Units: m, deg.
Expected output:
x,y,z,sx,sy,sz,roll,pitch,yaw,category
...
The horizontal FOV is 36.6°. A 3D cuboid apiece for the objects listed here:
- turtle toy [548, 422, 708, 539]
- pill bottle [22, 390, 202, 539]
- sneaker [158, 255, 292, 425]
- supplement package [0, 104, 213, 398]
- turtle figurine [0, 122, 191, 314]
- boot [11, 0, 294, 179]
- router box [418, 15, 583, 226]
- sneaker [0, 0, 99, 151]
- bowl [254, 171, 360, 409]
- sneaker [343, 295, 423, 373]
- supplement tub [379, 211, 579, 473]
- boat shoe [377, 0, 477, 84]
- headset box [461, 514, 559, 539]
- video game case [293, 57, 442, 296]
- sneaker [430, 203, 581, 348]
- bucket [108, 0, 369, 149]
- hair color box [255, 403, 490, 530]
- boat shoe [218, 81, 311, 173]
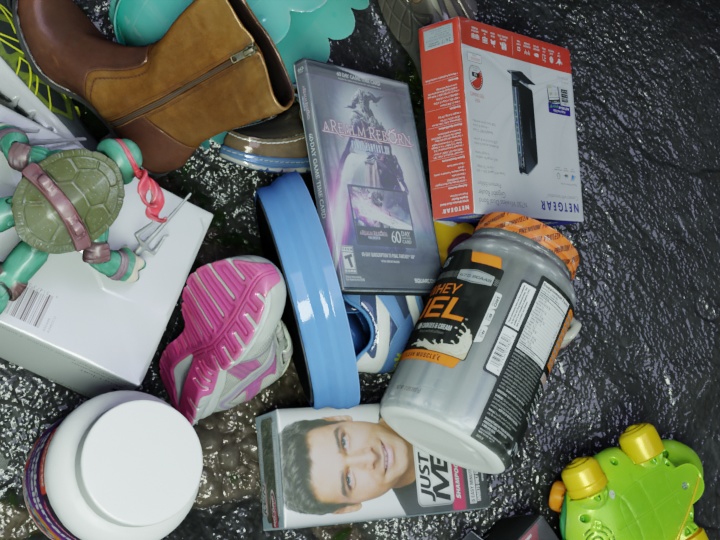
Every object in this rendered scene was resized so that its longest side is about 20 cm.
x,y,z,sx,sy,sz,roll,pitch,yaw,category
0.262,0.225,1.043,0.199,0.101,0.147,-23,87,-28,turtle toy
-0.182,0.149,0.802,0.110,0.200,0.113,6,74,-23,pill bottle
-0.096,0.049,0.877,0.088,0.200,0.082,-15,67,-33,sneaker
-0.246,-0.009,0.863,0.199,0.111,0.157,27,67,-15,supplement package
-0.221,-0.044,0.772,0.200,0.101,0.150,-37,93,-22,turtle figurine
-0.164,-0.170,0.826,0.068,0.199,0.189,-37,101,-43,boot
0.140,-0.136,1.055,0.199,0.049,0.181,-1,85,-49,router box
-0.270,-0.160,0.911,0.200,0.074,0.085,47,63,-7,sneaker
-0.047,0.020,0.904,0.039,0.201,0.202,-15,83,-8,bowl
0.000,0.000,0.997,0.082,0.074,0.202,-14,82,-25,sneaker
0.107,0.059,0.929,0.122,0.122,0.201,32,69,-14,supplement tub
0.078,-0.255,1.106,0.073,0.074,0.201,-29,99,-38,boat shoe
0.143,0.330,0.975,0.149,0.077,0.201,-38,93,-28,headset box
0.010,-0.078,0.950,0.142,0.019,0.202,2,75,-49,video game case
0.128,0.001,1.044,0.200,0.090,0.075,40,64,-11,sneaker
-0.107,-0.220,0.936,0.135,0.207,0.207,47,63,2,bucket
0.012,0.170,0.965,0.198,0.061,0.100,0,77,-24,hair color box
-0.045,-0.135,0.987,0.199,0.072,0.073,-16,121,-46,boat shoe
